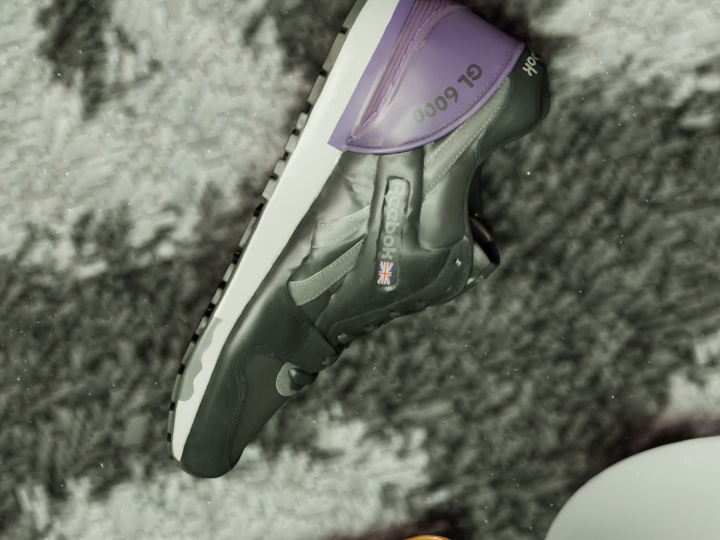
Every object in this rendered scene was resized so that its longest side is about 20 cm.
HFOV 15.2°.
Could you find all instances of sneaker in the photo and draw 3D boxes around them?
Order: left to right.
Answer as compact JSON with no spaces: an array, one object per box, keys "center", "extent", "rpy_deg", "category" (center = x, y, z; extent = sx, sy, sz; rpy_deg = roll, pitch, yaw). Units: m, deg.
[{"center":[0.000,0.000,0.962],"extent":[0.087,0.076,0.201],"rpy_deg":[27,108,0],"category":"sneaker"}]

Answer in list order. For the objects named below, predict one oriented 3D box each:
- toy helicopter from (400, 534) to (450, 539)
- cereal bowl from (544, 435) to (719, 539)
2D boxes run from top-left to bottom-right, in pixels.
[{"center":[0.023,0.144,0.982],"extent":[0.199,0.133,0.079],"rpy_deg":[-13,132,-5],"category":"toy helicopter"},{"center":[0.149,0.146,0.900],"extent":[0.199,0.200,0.084],"rpy_deg":[15,123,10],"category":"cereal bowl"}]
